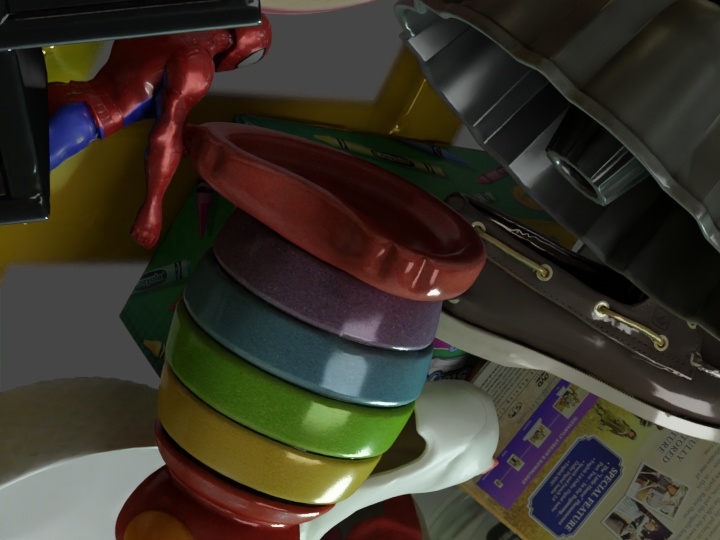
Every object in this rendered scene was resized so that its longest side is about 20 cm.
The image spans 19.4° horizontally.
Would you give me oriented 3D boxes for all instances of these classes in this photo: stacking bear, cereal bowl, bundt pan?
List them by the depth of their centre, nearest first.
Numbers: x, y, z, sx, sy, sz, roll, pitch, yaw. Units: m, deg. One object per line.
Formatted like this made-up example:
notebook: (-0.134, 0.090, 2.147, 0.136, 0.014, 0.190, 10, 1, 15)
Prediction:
bundt pan: (0.110, -0.063, 0.843, 0.076, 0.202, 0.202, -46, 146, -7)
stacking bear: (-0.037, 0.056, 0.857, 0.114, 0.121, 0.201, -8, 125, -65)
cereal bowl: (-0.150, 0.120, 0.964, 0.199, 0.083, 0.201, -21, 142, -17)

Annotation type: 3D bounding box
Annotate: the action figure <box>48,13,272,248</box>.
action figure: (-0.118, -0.038, 0.840, 0.199, 0.065, 0.099, -29, 133, -12)

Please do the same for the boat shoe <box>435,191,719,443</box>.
boat shoe: (0.116, 0.023, 0.957, 0.199, 0.072, 0.060, 20, 109, -12)

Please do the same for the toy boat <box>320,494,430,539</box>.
toy boat: (-0.060, 0.180, 1.112, 0.130, 0.131, 0.200, 35, 105, -23)

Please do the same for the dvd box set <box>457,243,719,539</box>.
dvd box set: (0.148, 0.094, 1.018, 0.147, 0.200, 0.029, -51, 166, -5)

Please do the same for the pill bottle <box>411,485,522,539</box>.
pill bottle: (0.110, 0.193, 1.182, 0.113, 0.200, 0.114, -24, 143, -20)

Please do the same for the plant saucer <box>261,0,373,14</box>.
plant saucer: (-0.015, -0.167, 0.747, 0.199, 0.051, 0.201, -8, 136, -8)

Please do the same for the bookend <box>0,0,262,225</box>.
bookend: (-0.115, -0.093, 0.697, 0.197, 0.093, 0.201, -5, 139, -3)

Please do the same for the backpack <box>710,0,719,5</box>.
backpack: (0.234, -0.114, 0.977, 0.200, 0.162, 0.168, -45, 129, -8)

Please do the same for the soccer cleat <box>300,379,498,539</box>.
soccer cleat: (-0.025, 0.097, 1.007, 0.199, 0.070, 0.077, -27, 154, 30)

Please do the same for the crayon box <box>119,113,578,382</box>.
crayon box: (0.000, 0.000, 0.993, 0.199, 0.058, 0.119, 5, 127, -45)
